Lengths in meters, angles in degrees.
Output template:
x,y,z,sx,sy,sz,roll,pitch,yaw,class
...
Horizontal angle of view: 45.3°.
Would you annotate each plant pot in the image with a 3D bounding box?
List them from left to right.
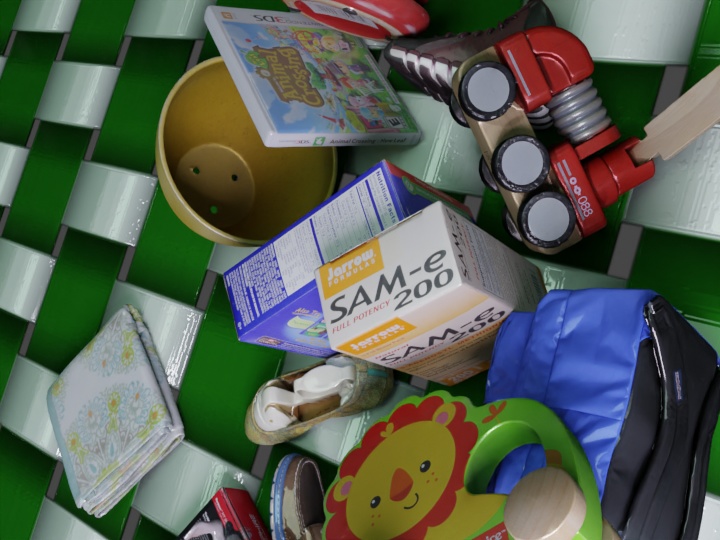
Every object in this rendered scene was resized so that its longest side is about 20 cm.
x,y,z,sx,sy,sz,roll,pitch,yaw,class
-0.142,-0.112,0.950,0.141,0.196,0.205,-23,60,60,plant pot
0.008,-0.347,0.894,0.198,0.199,0.186,21,97,38,plant pot

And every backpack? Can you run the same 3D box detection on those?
x,y,z,sx,sy,sz,roll,pitch,yaw,class
0.169,0.137,0.639,0.166,0.161,0.204,-5,64,48,backpack

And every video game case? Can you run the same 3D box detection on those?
x,y,z,sx,sy,sz,roll,pitch,yaw,class
-0.051,-0.205,0.907,0.202,0.179,0.022,62,142,31,video game case

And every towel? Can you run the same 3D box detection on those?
x,y,z,sx,sy,sz,roll,pitch,yaw,class
-0.303,0.170,1.055,0.171,0.048,0.202,-42,56,15,towel

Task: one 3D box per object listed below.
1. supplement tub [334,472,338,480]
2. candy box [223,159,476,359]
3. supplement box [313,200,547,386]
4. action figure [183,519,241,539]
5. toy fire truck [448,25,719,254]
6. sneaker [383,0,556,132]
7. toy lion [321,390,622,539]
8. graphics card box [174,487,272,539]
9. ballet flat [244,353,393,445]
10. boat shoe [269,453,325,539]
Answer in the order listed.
x,y,z,sx,sy,sz,roll,pitch,yaw,class
0.052,0.236,0.671,0.140,0.140,0.201,-43,28,17,supplement tub
0.000,0.000,0.805,0.198,0.168,0.078,-32,63,24,candy box
0.071,0.029,0.724,0.125,0.199,0.075,-28,61,26,supplement box
-0.071,0.290,0.738,0.192,0.104,0.202,37,118,18,action figure
0.194,-0.131,0.723,0.197,0.129,0.179,-27,94,1,toy fire truck
0.124,-0.220,0.851,0.198,0.076,0.117,27,87,28,sneaker
0.057,0.150,0.576,0.198,0.069,0.193,-35,28,19,toy lion
-0.165,0.341,0.897,0.201,0.051,0.126,-49,54,13,graphics card box
-0.059,0.127,0.875,0.197,0.070,0.072,-22,64,30,ballet flat
-0.033,0.273,0.815,0.071,0.072,0.205,-16,77,26,boat shoe
